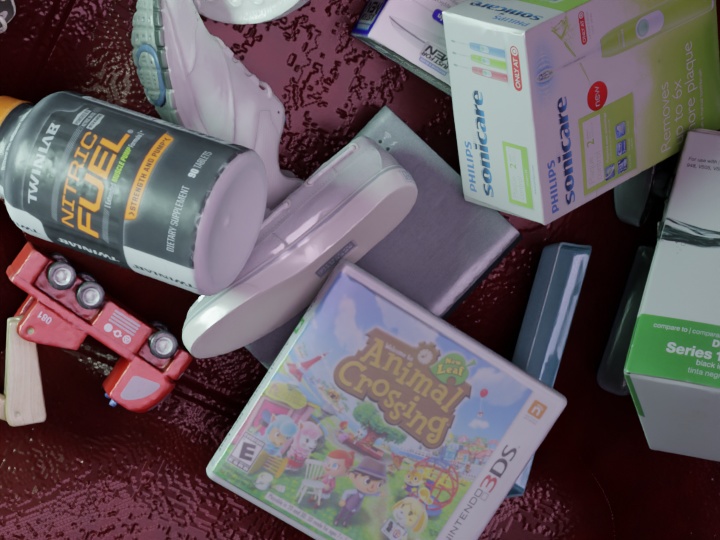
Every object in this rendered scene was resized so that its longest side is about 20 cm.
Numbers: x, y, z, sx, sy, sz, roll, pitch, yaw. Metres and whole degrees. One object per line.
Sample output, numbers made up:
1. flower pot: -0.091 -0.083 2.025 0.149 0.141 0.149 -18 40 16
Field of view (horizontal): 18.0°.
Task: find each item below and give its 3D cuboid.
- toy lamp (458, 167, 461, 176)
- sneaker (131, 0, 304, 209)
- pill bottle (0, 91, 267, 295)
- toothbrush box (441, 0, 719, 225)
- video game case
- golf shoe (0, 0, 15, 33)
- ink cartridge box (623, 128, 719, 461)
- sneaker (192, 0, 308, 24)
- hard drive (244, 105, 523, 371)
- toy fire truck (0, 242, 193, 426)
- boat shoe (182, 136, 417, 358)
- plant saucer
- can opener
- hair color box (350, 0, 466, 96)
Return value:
1. toy lamp: 0.044 0.016 1.690 0.058 0.058 0.200 35 89 -15
2. sneaker: -0.105 -0.123 1.634 0.087 0.074 0.201 -25 113 -16
3. pill bottle: -0.173 -0.060 1.573 0.199 0.106 0.107 18 95 19
4. toothbrush box: 0.162 -0.142 1.620 0.200 0.086 0.146 -26 121 -34
5. video game case: 0.020 0.118 1.625 0.200 0.022 0.182 32 94 -16
6. golf shoe: -0.286 -0.170 1.579 0.088 0.077 0.201 17 95 -22
7. ink cartridge box: 0.261 0.020 1.640 0.083 0.147 0.201 9 67 21
8. sneaker: -0.023 -0.243 1.616 0.146 0.200 0.081 -39 112 -45
9. hard drive: 0.000 0.000 1.655 0.140 0.033 0.200 44 92 13
10. toy fire truck: -0.237 0.060 1.637 0.200 0.049 0.141 35 90 -16
11. boat shoe: -0.054 -0.019 1.618 0.200 0.072 0.069 -41 65 5
12. plant saucer: 0.131 0.074 1.718 0.019 0.070 0.201 18 96 24
13. can opener: 0.215 -0.005 1.734 0.066 0.053 0.201 15 94 20
14. hair color box: 0.091 -0.230 1.658 0.109 0.065 0.200 30 89 -16
